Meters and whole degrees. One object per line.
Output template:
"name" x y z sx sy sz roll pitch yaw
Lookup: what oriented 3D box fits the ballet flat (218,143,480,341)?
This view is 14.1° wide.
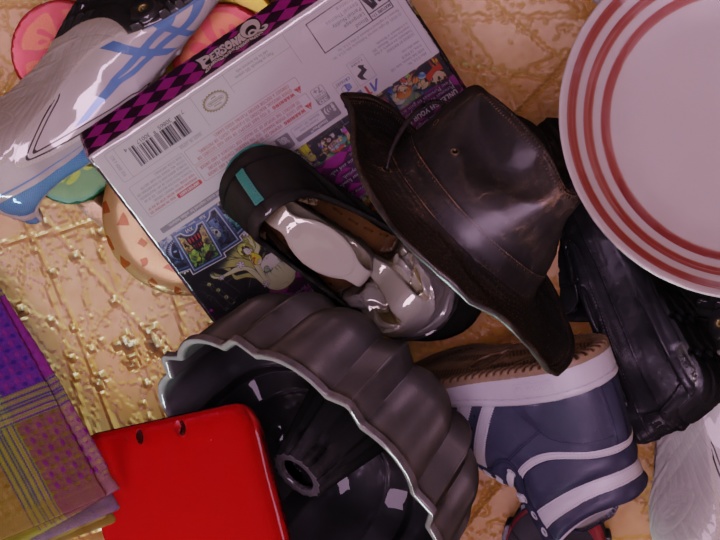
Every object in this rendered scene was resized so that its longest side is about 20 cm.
"ballet flat" 0.000 0.000 1.649 0.199 0.068 0.068 30 107 -32

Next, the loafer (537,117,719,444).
"loafer" 0.139 0.004 1.666 0.070 0.068 0.201 -35 66 23

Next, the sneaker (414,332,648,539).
"sneaker" 0.084 0.100 1.673 0.199 0.070 0.109 -9 107 53

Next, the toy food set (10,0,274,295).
"toy food set" -0.106 -0.102 1.712 0.198 0.049 0.200 44 103 -3

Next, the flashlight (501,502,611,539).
"flashlight" 0.109 0.178 1.663 0.067 0.200 0.068 -19 98 11

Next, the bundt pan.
"bundt pan" -0.014 0.091 1.641 0.202 0.202 0.076 46 60 -3

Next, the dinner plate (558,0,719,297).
"dinner plate" 0.204 -0.079 1.538 0.199 0.024 0.202 -1 73 3

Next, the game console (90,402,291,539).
"game console" -0.057 0.167 1.694 0.172 0.200 0.119 22 71 -29

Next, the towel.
"towel" -0.244 0.087 1.707 0.143 0.023 0.201 -23 71 -26

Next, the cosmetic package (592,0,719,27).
"cosmetic package" 0.240 -0.191 1.616 0.200 0.123 0.200 39 103 -1

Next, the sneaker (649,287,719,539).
"sneaker" 0.208 0.076 1.700 0.072 0.072 0.201 4 91 41

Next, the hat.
"hat" 0.077 -0.043 1.566 0.081 0.201 0.201 -40 94 14

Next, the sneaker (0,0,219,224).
"sneaker" -0.145 -0.110 1.664 0.200 0.072 0.072 -44 133 5

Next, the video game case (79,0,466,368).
"video game case" -0.031 -0.064 1.663 0.199 0.036 0.182 -34 124 3
